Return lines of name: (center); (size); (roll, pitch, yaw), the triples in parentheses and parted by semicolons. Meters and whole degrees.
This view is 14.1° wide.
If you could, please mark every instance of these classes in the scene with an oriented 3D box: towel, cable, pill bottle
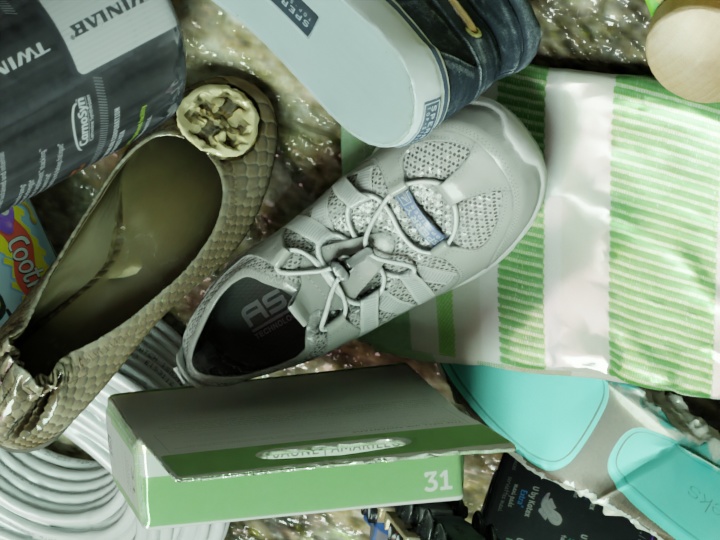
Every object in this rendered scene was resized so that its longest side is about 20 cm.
towel: (0.089, -0.020, 1.271); (0.200, 0.023, 0.153); (8, 118, 18)
cable: (-0.155, 0.087, 1.467); (0.200, 0.069, 0.200); (-7, 128, 28)
pill bottle: (-0.178, -0.068, 1.213); (0.106, 0.200, 0.106); (34, 140, 33)

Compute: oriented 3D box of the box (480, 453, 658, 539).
box: (0.144, 0.172, 1.399); (0.200, 0.106, 0.122); (18, 137, 4)

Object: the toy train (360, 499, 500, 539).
toy train: (0.030, 0.122, 1.359); (0.034, 0.200, 0.046); (3, 97, -11)

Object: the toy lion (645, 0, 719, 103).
toy lion: (0.149, -0.170, 1.101); (0.200, 0.069, 0.192); (38, 128, -15)

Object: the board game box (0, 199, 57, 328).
board game box: (-0.224, 0.040, 1.287); (0.105, 0.200, 0.103); (-23, 94, 34)

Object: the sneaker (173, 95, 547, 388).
sneaker: (0.000, 0.000, 1.251); (0.200, 0.082, 0.075); (-38, 95, 34)

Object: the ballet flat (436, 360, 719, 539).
ballet flat: (0.116, 0.076, 1.339); (0.200, 0.072, 0.072); (39, 138, 11)

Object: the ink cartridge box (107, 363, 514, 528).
ink cartridge box: (-0.025, 0.084, 1.260); (0.145, 0.200, 0.048); (-5, 100, -12)

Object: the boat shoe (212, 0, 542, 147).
boat shoe: (-0.017, -0.139, 1.194); (0.200, 0.091, 0.071); (49, 137, 11)

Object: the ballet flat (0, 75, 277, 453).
ballet flat: (-0.103, -0.007, 1.264); (0.067, 0.200, 0.046); (34, 164, 13)
